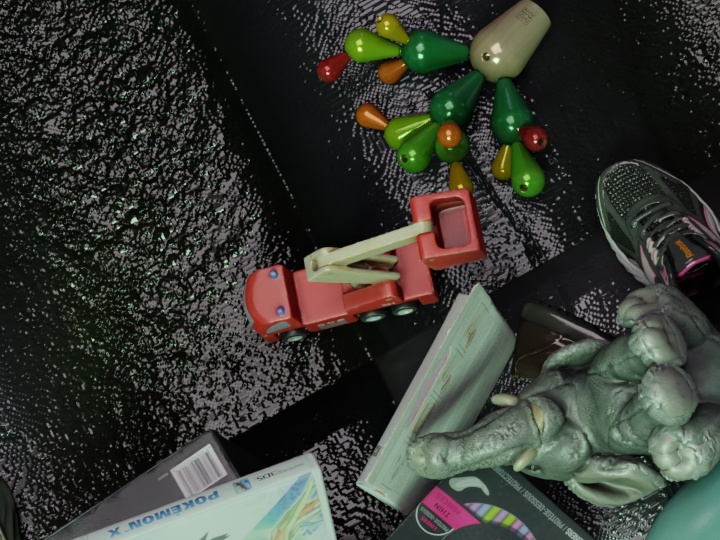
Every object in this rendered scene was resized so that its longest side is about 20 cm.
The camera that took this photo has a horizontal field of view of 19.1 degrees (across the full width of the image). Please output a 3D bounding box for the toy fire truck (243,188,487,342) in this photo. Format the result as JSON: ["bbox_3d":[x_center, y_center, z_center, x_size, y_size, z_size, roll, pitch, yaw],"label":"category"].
[{"bbox_3d":[0.000,0.000,1.596,0.199,0.141,0.049,-14,74,9],"label":"toy fire truck"}]

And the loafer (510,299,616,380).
[{"bbox_3d":[0.198,0.092,1.573,0.200,0.073,0.072,28,94,22],"label":"loafer"}]

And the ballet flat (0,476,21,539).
[{"bbox_3d":[-0.286,0.249,1.639,0.068,0.068,0.201,-25,72,18],"label":"ballet flat"}]

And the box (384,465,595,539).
[{"bbox_3d":[0.059,0.241,1.509,0.122,0.106,0.200,40,69,13],"label":"box"}]

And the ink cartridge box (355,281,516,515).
[{"bbox_3d":[0.046,0.089,1.533,0.050,0.200,0.161,27,84,19],"label":"ink cartridge box"}]

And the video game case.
[{"bbox_3d":[-0.099,0.234,1.521,0.182,0.200,0.022,-19,41,-10],"label":"video game case"}]

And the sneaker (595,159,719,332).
[{"bbox_3d":[0.242,-0.009,1.567,0.080,0.086,0.200,-37,65,1],"label":"sneaker"}]

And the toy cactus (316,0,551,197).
[{"bbox_3d":[0.079,-0.148,1.648,0.200,0.102,0.165,36,77,26],"label":"toy cactus"}]

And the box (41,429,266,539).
[{"bbox_3d":[-0.155,0.212,1.581,0.200,0.141,0.079,-34,73,3],"label":"box"}]

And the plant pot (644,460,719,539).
[{"bbox_3d":[0.287,0.209,1.459,0.161,0.200,0.201,-36,72,15],"label":"plant pot"}]

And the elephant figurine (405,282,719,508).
[{"bbox_3d":[0.160,0.100,1.476,0.200,0.155,0.142,-29,26,35],"label":"elephant figurine"}]
